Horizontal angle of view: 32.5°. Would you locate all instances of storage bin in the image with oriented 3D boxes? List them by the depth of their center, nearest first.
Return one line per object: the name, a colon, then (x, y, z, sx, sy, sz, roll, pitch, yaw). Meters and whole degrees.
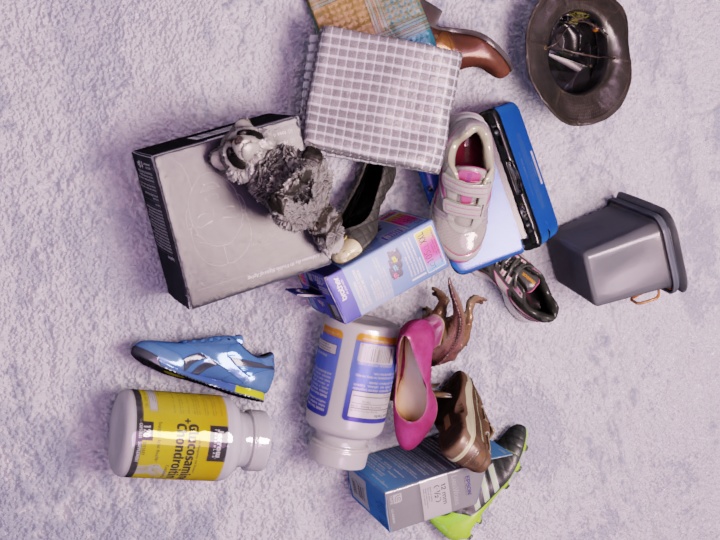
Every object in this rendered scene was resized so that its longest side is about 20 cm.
storage bin: (0.362, -0.015, 1.779, 0.133, 0.200, 0.147, -18, 106, -7)

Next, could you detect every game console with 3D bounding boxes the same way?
game console: (0.177, -0.117, 1.726, 0.117, 0.170, 0.202, -17, 95, 26)

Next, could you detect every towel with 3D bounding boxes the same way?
towel: (0.021, -0.219, 1.588, 0.198, 0.086, 0.167, 9, 95, -5)
towel: (0.016, -0.321, 1.630, 0.145, 0.022, 0.202, -21, 97, -2)

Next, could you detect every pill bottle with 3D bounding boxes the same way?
pill bottle: (-0.222, 0.217, 1.610, 0.198, 0.112, 0.113, 6, 97, -23)
pill bottle: (-0.014, 0.164, 1.688, 0.111, 0.112, 0.202, 9, 97, -24)

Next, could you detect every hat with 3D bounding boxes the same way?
hat: (0.292, -0.305, 1.752, 0.199, 0.081, 0.203, -1, 93, -27)

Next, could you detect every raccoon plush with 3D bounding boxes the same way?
raccoon plush: (-0.107, -0.094, 1.506, 0.097, 0.133, 0.201, -44, 146, -26)

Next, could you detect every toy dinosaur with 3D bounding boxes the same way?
toy dinosaur: (0.112, 0.105, 1.712, 0.085, 0.201, 0.136, 23, 49, 0)

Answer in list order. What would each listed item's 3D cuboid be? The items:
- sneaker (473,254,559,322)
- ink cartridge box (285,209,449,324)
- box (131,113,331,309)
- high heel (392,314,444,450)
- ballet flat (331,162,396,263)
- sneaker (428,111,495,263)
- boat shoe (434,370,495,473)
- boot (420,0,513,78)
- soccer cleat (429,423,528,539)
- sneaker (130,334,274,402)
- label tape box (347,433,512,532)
sneaker: (0.222, 0.000, 1.771, 0.200, 0.086, 0.081, 43, 81, -23)
ink cartridge box: (0.000, 0.000, 1.650, 0.199, 0.136, 0.077, -30, 108, -15)
box: (-0.164, -0.080, 1.575, 0.198, 0.124, 0.199, -18, 104, -19)
high heel: (0.065, 0.159, 1.651, 0.096, 0.067, 0.202, -21, 131, -58)
ballet flat: (-0.003, -0.086, 1.635, 0.057, 0.066, 0.201, 61, 36, -36)
sneaker: (0.135, -0.110, 1.626, 0.080, 0.088, 0.202, 1, 94, -2)
boat shoe: (0.149, 0.217, 1.722, 0.075, 0.203, 0.075, 37, 113, -13)
boot: (0.095, -0.245, 1.685, 0.187, 0.068, 0.201, 26, 90, -25)
soccer cleat: (0.174, 0.304, 1.820, 0.081, 0.067, 0.201, 36, 85, -11)
sneaker: (-0.205, 0.113, 1.630, 0.199, 0.066, 0.079, 19, 80, -25)
label tape box: (0.099, 0.290, 1.739, 0.198, 0.143, 0.067, -12, 104, -20)
